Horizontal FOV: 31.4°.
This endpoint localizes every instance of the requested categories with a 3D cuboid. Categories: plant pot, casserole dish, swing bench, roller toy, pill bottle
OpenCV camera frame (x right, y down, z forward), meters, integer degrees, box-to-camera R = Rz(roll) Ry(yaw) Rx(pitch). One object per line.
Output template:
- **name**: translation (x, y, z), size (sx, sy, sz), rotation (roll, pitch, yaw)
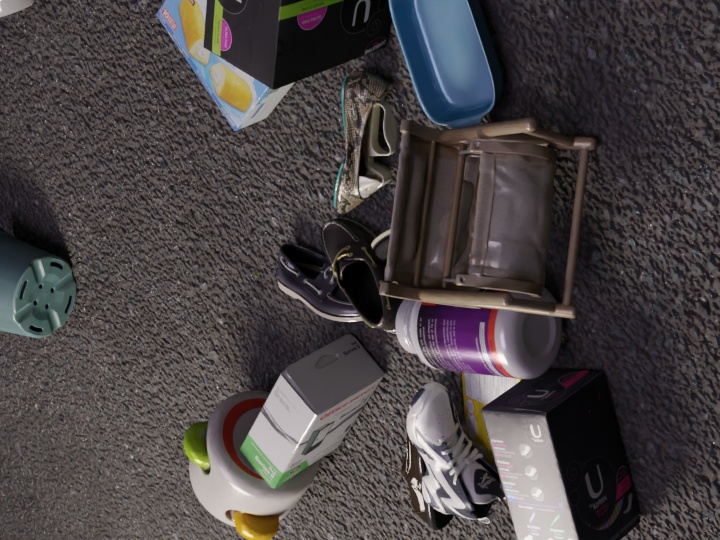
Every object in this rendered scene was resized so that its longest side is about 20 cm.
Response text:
- **plant pot**: translation (-0.631, 0.028, 2.301), size (0.195, 0.200, 0.202), rotation (14, 121, 33)
- **casserole dish**: translation (0.102, -0.260, 1.468), size (0.121, 0.039, 0.202), rotation (-8, 104, 49)
- **swing bench**: translation (0.138, -0.059, 1.419), size (0.199, 0.129, 0.201), rotation (5, 86, 46)
- **roller toy**: translation (-0.162, 0.292, 1.943), size (0.200, 0.182, 0.140), rotation (44, 137, 9)
- **pill bottle**: translation (0.139, 0.069, 1.555), size (0.199, 0.112, 0.114), rotation (2, 113, 46)

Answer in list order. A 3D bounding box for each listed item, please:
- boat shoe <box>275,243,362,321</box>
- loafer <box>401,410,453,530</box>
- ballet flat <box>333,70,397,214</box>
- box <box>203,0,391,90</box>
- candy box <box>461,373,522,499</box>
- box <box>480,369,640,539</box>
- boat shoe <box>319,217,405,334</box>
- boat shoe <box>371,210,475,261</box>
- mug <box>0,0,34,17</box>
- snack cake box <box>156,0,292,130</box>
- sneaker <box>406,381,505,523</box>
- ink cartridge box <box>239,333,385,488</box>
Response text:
- **boat shoe**: translation (-0.047, 0.014, 1.754), size (0.199, 0.072, 0.063), rotation (23, 130, 43)
- **loafer**: translation (0.082, 0.263, 1.752), size (0.071, 0.073, 0.202), rotation (17, 122, 39)
- **ballet flat**: translation (0.009, -0.151, 1.614), size (0.075, 0.068, 0.202), rotation (18, 123, 20)
- **box**: translation (-0.067, -0.323, 1.486), size (0.124, 0.199, 0.150), rotation (33, 132, 30)
- **candy box**: translation (0.178, 0.204, 1.653), size (0.102, 0.026, 0.202), rotation (18, 123, 41)
- **box**: translation (0.241, 0.233, 1.530), size (0.105, 0.122, 0.202), rotation (-3, 110, 47)
- **boat shoe**: translation (0.000, 0.000, 1.669), size (0.072, 0.060, 0.202), rotation (-53, 54, 23)
- **boat shoe**: translation (0.089, -0.040, 1.576), size (0.200, 0.073, 0.064), rotation (-21, 88, 45)
- **mug**: translation (-0.555, -0.489, 1.976), size (0.198, 0.148, 0.177), rotation (-9, 113, 17)
- **snack cake box**: translation (-0.176, -0.306, 1.716), size (0.201, 0.067, 0.115), rotation (56, 140, 7)
- **sneaker**: translation (0.133, 0.243, 1.645), size (0.129, 0.079, 0.201), rotation (21, 126, 43)
- **ink cartridge box**: translation (-0.070, 0.200, 1.823), size (0.084, 0.145, 0.201), rotation (47, 138, 17)
